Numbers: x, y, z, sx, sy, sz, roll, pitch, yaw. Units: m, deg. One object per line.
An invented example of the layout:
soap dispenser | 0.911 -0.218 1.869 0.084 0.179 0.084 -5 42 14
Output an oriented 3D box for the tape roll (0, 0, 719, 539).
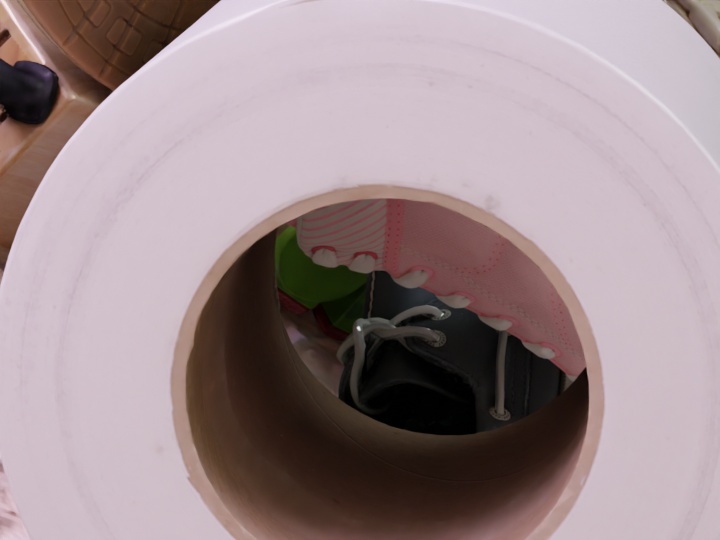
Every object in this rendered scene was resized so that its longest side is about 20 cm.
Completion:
tape roll | 0.015 0.015 0.799 0.203 0.203 0.139 45 16 -5

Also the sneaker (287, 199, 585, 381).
sneaker | 0.039 -0.014 0.923 0.075 0.104 0.200 -91 157 -53

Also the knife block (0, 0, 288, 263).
knife block | -0.100 -0.039 0.887 0.200 0.064 0.176 42 16 -19

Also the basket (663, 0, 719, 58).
basket | 0.120 -0.020 1.102 0.136 0.123 0.200 56 14 28

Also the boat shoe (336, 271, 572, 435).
boat shoe | 0.027 0.036 0.961 0.062 0.073 0.200 32 41 -41

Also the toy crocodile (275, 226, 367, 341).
toy crocodile | 0.000 0.000 1.084 0.200 0.062 0.068 29 22 -36

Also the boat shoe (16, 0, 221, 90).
boat shoe | -0.061 -0.093 0.897 0.072 0.072 0.200 33 8 30
